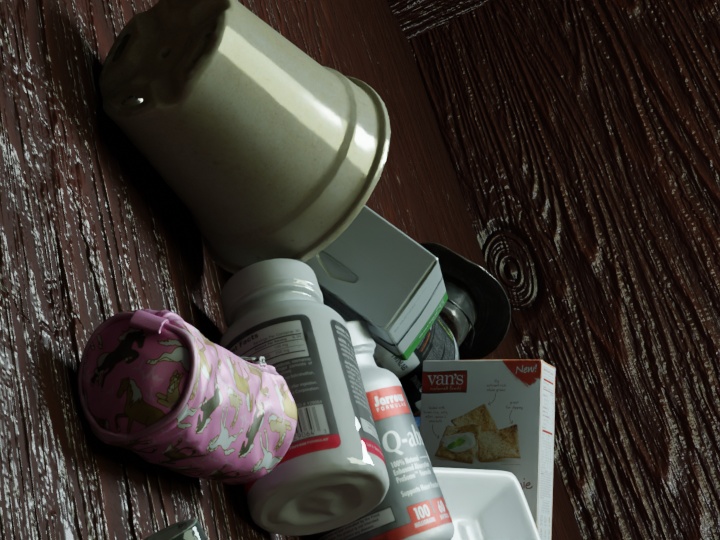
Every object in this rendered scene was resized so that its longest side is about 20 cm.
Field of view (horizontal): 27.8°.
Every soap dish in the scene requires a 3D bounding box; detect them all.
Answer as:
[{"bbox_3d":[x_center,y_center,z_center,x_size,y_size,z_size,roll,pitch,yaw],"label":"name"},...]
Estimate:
[{"bbox_3d":[0.085,0.267,1.371,0.199,0.081,0.159,9,51,-42],"label":"soap dish"}]

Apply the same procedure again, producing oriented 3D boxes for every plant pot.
[{"bbox_3d":[-0.107,-0.127,1.186,0.183,0.199,0.202,41,25,-42],"label":"plant pot"}]

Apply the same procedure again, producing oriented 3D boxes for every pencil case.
[{"bbox_3d":[-0.108,0.085,0.946,0.200,0.082,0.087,40,30,-68],"label":"pencil case"}]

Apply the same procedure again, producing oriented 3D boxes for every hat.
[{"bbox_3d":[0.077,0.067,1.742,0.202,0.199,0.081,61,34,-29],"label":"hat"}]

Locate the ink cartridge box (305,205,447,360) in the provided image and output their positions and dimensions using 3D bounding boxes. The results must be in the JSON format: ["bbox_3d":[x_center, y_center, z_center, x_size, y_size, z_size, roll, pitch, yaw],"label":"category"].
[{"bbox_3d":[0.000,0.000,1.356,0.146,0.083,0.200,36,-5,10],"label":"ink cartridge box"}]

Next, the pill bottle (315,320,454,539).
[{"bbox_3d":[-0.004,0.154,1.248,0.116,0.115,0.202,29,39,-74],"label":"pill bottle"}]

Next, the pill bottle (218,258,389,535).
[{"bbox_3d":[-0.052,0.094,1.139,0.111,0.110,0.202,52,18,-55],"label":"pill bottle"}]

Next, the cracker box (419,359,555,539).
[{"bbox_3d":[0.130,0.195,1.508,0.058,0.132,0.203,29,62,-63],"label":"cracker box"}]

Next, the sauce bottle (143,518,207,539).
[{"bbox_3d":[-0.071,0.242,0.842,0.066,0.065,0.202,-46,115,-79],"label":"sauce bottle"}]

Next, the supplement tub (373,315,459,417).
[{"bbox_3d":[0.036,0.081,1.604,0.200,0.121,0.124,52,18,-56],"label":"supplement tub"}]

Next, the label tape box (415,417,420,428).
[{"bbox_3d":[0.103,0.206,1.627,0.063,0.143,0.201,54,15,-43],"label":"label tape box"}]
